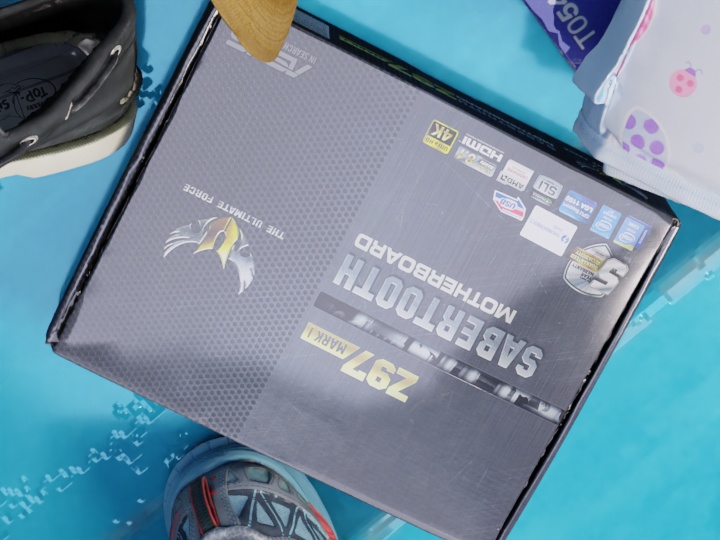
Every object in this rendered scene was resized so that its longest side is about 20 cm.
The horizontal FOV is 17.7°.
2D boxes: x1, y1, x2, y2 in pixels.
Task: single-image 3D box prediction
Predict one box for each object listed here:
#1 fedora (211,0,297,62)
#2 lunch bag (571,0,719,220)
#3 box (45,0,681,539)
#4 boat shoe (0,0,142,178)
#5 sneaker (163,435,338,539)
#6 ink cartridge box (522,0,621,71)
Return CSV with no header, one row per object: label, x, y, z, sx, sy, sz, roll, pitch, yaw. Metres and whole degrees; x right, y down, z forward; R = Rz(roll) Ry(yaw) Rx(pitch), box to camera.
fedora,-0.085,-0.159,0.791,0.082,0.201,0.201,-16,105,12
lunch bag,0.190,-0.090,0.815,0.200,0.127,0.170,14,114,-25
box,0.000,0.000,0.901,0.200,0.051,0.158,27,103,-8
boat shoe,-0.148,-0.060,0.811,0.074,0.199,0.066,42,129,26
sneaker,-0.015,0.164,0.921,0.079,0.096,0.200,-37,103,7
ink cartridge box,0.111,-0.199,0.858,0.200,0.041,0.200,-37,103,8
